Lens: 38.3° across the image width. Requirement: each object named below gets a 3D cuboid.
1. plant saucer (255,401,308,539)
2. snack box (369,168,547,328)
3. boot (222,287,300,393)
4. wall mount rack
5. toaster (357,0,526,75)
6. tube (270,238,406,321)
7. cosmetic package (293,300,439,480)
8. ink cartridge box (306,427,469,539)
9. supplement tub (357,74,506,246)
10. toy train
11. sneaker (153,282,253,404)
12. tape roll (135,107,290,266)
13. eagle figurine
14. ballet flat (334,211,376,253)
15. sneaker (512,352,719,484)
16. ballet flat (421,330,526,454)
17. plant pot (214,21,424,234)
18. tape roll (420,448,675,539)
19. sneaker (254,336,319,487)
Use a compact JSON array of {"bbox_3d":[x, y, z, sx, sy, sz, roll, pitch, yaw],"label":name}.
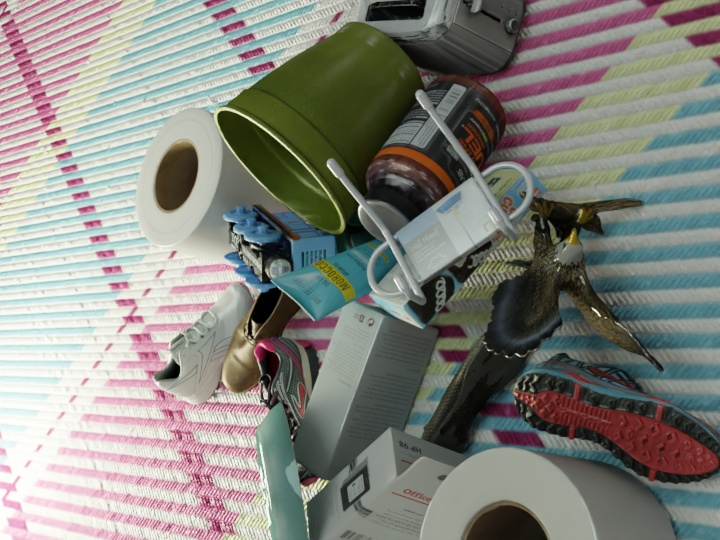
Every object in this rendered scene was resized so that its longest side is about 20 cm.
[{"bbox_3d":[-0.091,0.252,1.183,0.200,0.036,0.200,171,90,-81],"label":"plant saucer"},{"bbox_3d":[0.103,-0.029,1.123,0.200,0.037,0.116,-47,16,-7],"label":"snack box"},{"bbox_3d":[-0.141,0.082,1.386,0.074,0.075,0.200,34,107,14],"label":"boot"},{"bbox_3d":[0.064,-0.070,1.038,0.200,0.075,0.174,-36,63,14],"label":"wall mount rack"},{"bbox_3d":[0.088,-0.305,1.242,0.200,0.129,0.114,15,88,47],"label":"toaster"},{"bbox_3d":[0.000,0.000,1.185,0.077,0.200,0.050,37,136,35],"label":"tube"},{"bbox_3d":[0.005,0.144,1.212,0.071,0.101,0.200,23,94,47],"label":"cosmetic package"},{"bbox_3d":[0.045,0.241,1.113,0.200,0.116,0.067,-46,33,31],"label":"ink cartridge box"},{"bbox_3d":[0.076,-0.119,1.156,0.107,0.107,0.200,1,47,45],"label":"supplement tub"},{"bbox_3d":[-0.106,-0.030,1.325,0.200,0.114,0.087,-142,50,-63],"label":"toy train"},{"bbox_3d":[-0.217,0.103,1.460,0.075,0.087,0.200,44,109,45],"label":"sneaker"},{"bbox_3d":[-0.207,-0.116,1.478,0.203,0.139,0.203,-15,68,41],"label":"tape roll"},{"bbox_3d":[0.201,0.016,1.013,0.152,0.151,0.200,-18,58,30],"label":"eagle figurine"},{"bbox_3d":[-0.003,-0.032,1.310,0.200,0.067,0.070,56,142,39],"label":"ballet flat"},{"bbox_3d":[0.252,0.126,0.980,0.200,0.096,0.079,23,123,22],"label":"sneaker"},{"bbox_3d":[0.121,0.127,1.132,0.200,0.067,0.046,-62,27,18],"label":"ballet flat"},{"bbox_3d":[-0.031,-0.181,1.211,0.193,0.200,0.200,-48,42,-14],"label":"plant pot"},{"bbox_3d":[0.173,0.272,0.963,0.203,0.139,0.203,-16,67,43],"label":"tape roll"},{"bbox_3d":[-0.091,0.179,1.317,0.081,0.075,0.200,-37,55,32],"label":"sneaker"}]
